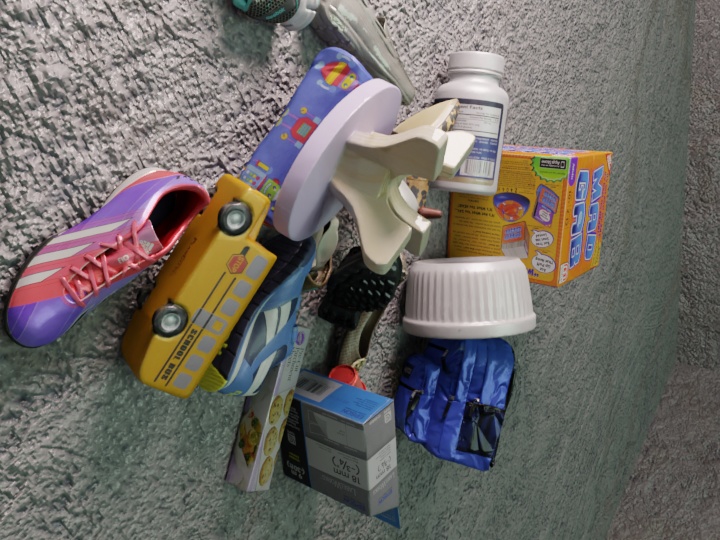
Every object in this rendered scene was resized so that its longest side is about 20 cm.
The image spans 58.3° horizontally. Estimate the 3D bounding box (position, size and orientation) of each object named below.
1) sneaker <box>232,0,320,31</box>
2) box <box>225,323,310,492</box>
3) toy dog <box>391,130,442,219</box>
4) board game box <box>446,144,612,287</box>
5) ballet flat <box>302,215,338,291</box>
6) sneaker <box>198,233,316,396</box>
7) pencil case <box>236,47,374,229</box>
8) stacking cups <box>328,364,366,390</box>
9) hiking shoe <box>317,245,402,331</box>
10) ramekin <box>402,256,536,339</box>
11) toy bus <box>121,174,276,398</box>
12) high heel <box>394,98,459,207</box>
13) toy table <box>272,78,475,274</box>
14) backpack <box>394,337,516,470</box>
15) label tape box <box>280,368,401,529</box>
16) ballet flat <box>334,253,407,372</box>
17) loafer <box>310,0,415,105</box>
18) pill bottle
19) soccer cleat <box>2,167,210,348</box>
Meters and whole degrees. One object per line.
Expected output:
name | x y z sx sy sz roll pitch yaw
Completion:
sneaker | -0.089 -0.338 0.622 0.091 0.077 0.201 -21 115 -45
box | -0.110 0.159 0.767 0.041 0.039 0.201 21 83 -55
toy dog | 0.042 -0.122 0.793 0.132 0.096 0.201 -58 136 -69
board game box | 0.285 -0.104 1.094 0.200 0.199 0.201 -17 113 -51
ballet flat | -0.048 -0.071 0.750 0.068 0.072 0.201 5 97 -37
sneaker | -0.105 0.049 0.715 0.200 0.074 0.082 -60 140 -10
pencil case | -0.060 -0.137 0.681 0.078 0.087 0.200 35 85 -8
stacking cups | -0.005 0.204 0.898 0.061 0.060 0.200 -53 140 -30
hiking shoe | 0.000 0.000 0.785 0.076 0.200 0.101 24 64 -11
ramekin | 0.161 0.035 0.977 0.200 0.200 0.106 -8 96 -53
toy bus | -0.146 0.013 0.605 0.078 0.065 0.200 33 88 -38
high heel | 0.091 -0.138 0.919 0.200 0.071 0.143 -46 129 -14
toy table | 0.020 -0.089 0.640 0.200 0.117 0.184 -57 165 -14
backpack | 0.149 0.186 1.012 0.167 0.162 0.201 19 87 -16
label tape box | -0.028 0.240 0.813 0.063 0.144 0.201 -29 122 -46
ballet flat | 0.017 0.065 0.886 0.067 0.046 0.201 34 78 -75
loafer | 0.015 -0.274 0.784 0.200 0.070 0.070 37 78 -51
pill bottle | 0.161 -0.217 0.967 0.111 0.111 0.201 -4 103 -53
soccer cleat | -0.211 -0.014 0.546 0.200 0.073 0.068 -53 138 -31
